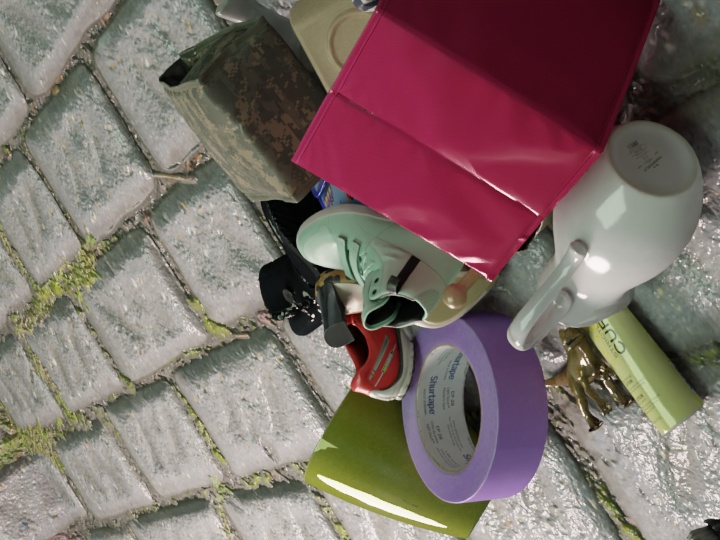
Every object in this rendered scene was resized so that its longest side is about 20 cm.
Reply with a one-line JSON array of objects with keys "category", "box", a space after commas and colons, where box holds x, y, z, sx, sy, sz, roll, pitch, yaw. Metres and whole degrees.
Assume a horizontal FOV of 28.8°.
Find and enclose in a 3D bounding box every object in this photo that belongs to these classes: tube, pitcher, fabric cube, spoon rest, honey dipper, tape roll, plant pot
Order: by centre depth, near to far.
[{"category": "fabric cube", "box": [0.092, -0.154, 1.142, 0.198, 0.197, 0.200, 30, 141, -5]}, {"category": "pitcher", "box": [0.204, -0.022, 1.206, 0.121, 0.171, 0.201, 41, 147, 16]}, {"category": "honey dipper", "box": [0.141, -0.045, 1.255, 0.038, 0.200, 0.038, 42, 176, 4]}, {"category": "tube", "box": [0.249, 0.065, 1.350, 0.058, 0.052, 0.201, -41, 76, 25]}, {"category": "spoon rest", "box": [-0.061, -0.243, 1.468, 0.199, 0.100, 0.060, 33, -172, 28]}, {"category": "tape roll", "box": [0.119, 0.146, 1.507, 0.200, 0.065, 0.202, 5, 96, 62]}, {"category": "plant pot", "box": [0.065, 0.225, 1.657, 0.199, 0.187, 0.188, 32, 145, 10]}]

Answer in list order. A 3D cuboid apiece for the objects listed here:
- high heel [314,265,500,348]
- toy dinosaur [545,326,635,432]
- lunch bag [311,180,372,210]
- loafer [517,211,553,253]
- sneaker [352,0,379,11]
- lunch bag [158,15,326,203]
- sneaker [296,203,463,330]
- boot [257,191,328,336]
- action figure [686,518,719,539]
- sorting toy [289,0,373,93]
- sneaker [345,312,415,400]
[{"category": "high heel", "box": [0.046, 0.008, 1.507, 0.143, 0.198, 0.072, -102, -7, -62]}, {"category": "toy dinosaur", "box": [0.228, 0.106, 1.422, 0.102, 0.058, 0.200, 56, 170, 17]}, {"category": "lunch bag", "box": [-0.006, -0.135, 1.508, 0.201, 0.093, 0.151, 57, 151, 28]}, {"category": "loafer", "box": [0.138, -0.052, 1.360, 0.075, 0.070, 0.200, 38, 148, -1]}, {"category": "sneaker", "box": [0.031, -0.335, 1.227, 0.130, 0.079, 0.199, 55, 135, 19]}, {"category": "lunch bag", "box": [-0.115, -0.161, 1.441, 0.164, 0.118, 0.200, 50, 163, -19]}, {"category": "sneaker", "box": [0.000, 0.000, 1.402, 0.199, 0.119, 0.074, 4, 137, 34]}, {"category": "boot", "box": [-0.087, -0.016, 1.723, 0.201, 0.076, 0.168, 54, 147, -8]}, {"category": "action figure", "box": [0.374, 0.282, 1.321, 0.119, 0.101, 0.201, 53, 153, 28]}, {"category": "sorting toy", "box": [0.053, -0.199, 1.311, 0.184, 0.036, 0.201, -25, 97, 20]}, {"category": "sneaker", "box": [0.011, 0.050, 1.572, 0.077, 0.084, 0.202, 121, 149, -50]}]
